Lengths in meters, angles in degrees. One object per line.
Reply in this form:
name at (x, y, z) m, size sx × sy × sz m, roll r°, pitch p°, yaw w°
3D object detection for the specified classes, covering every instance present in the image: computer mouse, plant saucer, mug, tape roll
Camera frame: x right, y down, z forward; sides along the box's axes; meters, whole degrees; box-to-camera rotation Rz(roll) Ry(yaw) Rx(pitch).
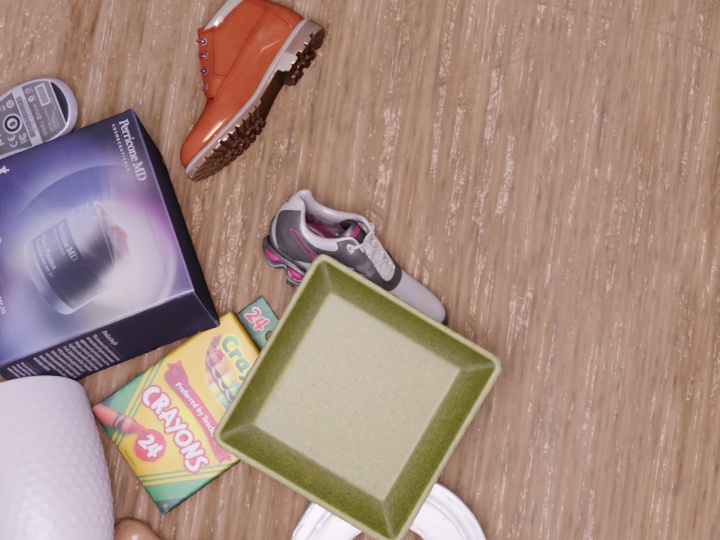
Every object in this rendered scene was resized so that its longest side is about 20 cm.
computer mouse at (-0.368, -0.126, 1.403) m, size 0.199 × 0.044 × 0.110 m, roll -22°, pitch 82°, yaw 5°
plant saucer at (-0.003, 0.118, 1.298) m, size 0.199 × 0.048 × 0.200 m, roll 31°, pitch 90°, yaw -2°
mug at (-0.314, 0.224, 1.316) m, size 0.147 × 0.200 × 0.176 m, roll -2°, pitch 58°, yaw -37°
tape roll at (0.026, 0.290, 1.356) m, size 0.201 × 0.071 × 0.204 m, roll 0°, pitch 87°, yaw 1°

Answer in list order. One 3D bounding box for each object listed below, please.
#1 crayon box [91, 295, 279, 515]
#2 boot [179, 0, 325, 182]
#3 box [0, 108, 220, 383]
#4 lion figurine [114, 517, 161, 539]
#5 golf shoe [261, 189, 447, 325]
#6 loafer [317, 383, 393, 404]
crayon box at (-0.145, 0.129, 1.378) m, size 0.200 × 0.051 × 0.127 m, roll -36°, pitch 86°, yaw -2°
boot at (-0.133, -0.185, 1.392) m, size 0.107 × 0.075 × 0.200 m, roll 33°, pitch 79°, yaw 6°
box at (-0.263, -0.016, 1.332) m, size 0.197 × 0.123 × 0.201 m, roll -21°, pitch 71°, yaw -2°
lion figurine at (-0.196, 0.288, 1.356) m, size 0.199 × 0.073 × 0.123 m, roll 30°, pitch 73°, yaw 12°
golf shoe at (0.000, 0.000, 1.356) m, size 0.199 × 0.088 × 0.077 m, roll 29°, pitch 47°, yaw 1°
loafer at (0.029, 0.110, 1.360) m, size 0.199 × 0.068 × 0.071 m, roll -2°, pitch 76°, yaw -8°
